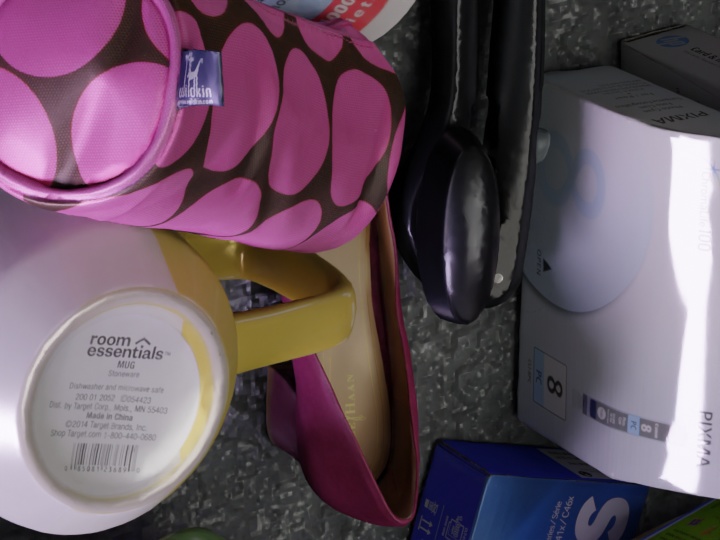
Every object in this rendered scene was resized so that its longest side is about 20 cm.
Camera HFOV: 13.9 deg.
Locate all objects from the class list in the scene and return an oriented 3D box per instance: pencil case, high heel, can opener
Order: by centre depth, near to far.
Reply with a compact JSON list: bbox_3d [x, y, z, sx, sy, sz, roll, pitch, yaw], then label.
[{"bbox_3d":[-0.051,-0.057,0.998,0.200,0.091,0.094,10,94,-70],"label":"pencil case"},{"bbox_3d":[0.000,0.000,1.175,0.067,0.096,0.201,-15,116,-26],"label":"high heel"},{"bbox_3d":[0.052,-0.079,1.204,0.063,0.079,0.201,2,98,-26],"label":"can opener"}]

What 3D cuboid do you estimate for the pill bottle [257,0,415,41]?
[{"bbox_3d":[-0.072,-0.153,1.061,0.200,0.109,0.109,15,99,-37],"label":"pill bottle"}]

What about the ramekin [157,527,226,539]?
[{"bbox_3d":[-0.084,0.195,1.141,0.200,0.098,0.200,-49,169,-13],"label":"ramekin"}]

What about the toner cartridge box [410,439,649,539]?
[{"bbox_3d":[0.056,0.178,1.316,0.095,0.043,0.201,6,104,-35],"label":"toner cartridge box"}]

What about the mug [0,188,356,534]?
[{"bbox_3d":[-0.107,0.011,1.073,0.186,0.153,0.150,-40,124,-15],"label":"mug"}]

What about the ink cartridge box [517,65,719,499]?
[{"bbox_3d":[0.136,0.018,1.208,0.047,0.200,0.161,-9,112,-28],"label":"ink cartridge box"}]

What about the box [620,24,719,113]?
[{"bbox_3d":[0.181,-0.001,1.231,0.041,0.200,0.156,-16,116,-28],"label":"box"}]

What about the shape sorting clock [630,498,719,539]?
[{"bbox_3d":[0.148,0.144,1.214,0.200,0.200,0.039,-28,108,-22],"label":"shape sorting clock"}]
